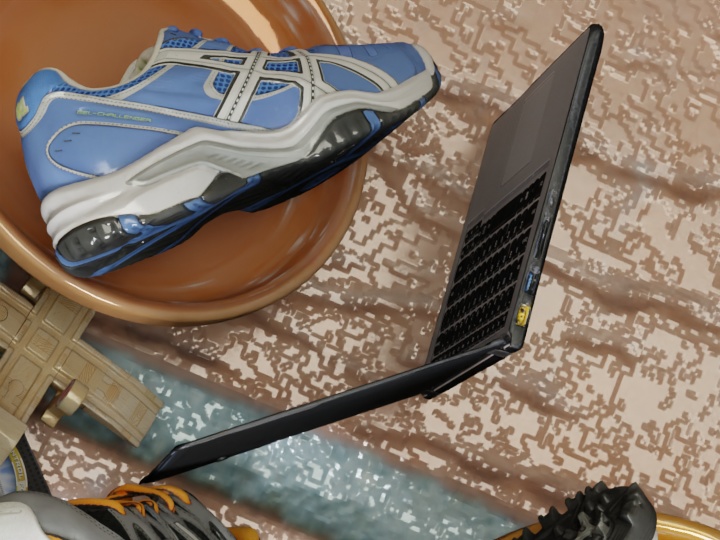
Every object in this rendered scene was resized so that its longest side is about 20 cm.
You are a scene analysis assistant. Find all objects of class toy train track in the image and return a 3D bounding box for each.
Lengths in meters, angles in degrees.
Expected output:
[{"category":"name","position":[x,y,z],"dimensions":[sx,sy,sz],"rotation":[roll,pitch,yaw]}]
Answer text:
[{"category":"toy train track","position":[-0.108,-0.006,1.064],"dimensions":[0.114,0.033,0.201],"rotation":[36,63,-12]}]

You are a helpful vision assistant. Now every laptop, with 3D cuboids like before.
[{"category":"laptop","position":[0.000,0.000,1.026],"dimensions":[0.115,0.187,0.201],"rotation":[17,79,-7]}]

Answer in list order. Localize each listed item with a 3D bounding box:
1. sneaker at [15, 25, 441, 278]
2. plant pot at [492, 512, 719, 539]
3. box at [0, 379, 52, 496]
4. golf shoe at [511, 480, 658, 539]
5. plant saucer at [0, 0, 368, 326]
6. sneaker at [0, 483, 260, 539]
[{"category":"sneaker","position":[-0.048,-0.065,1.016],"dimensions":[0.199,0.076,0.077],"rotation":[-21,79,-40]},{"category":"plant pot","position":[0.083,0.200,1.012],"dimensions":[0.198,0.183,0.202],"rotation":[1,82,-8]},{"category":"box","position":[-0.229,0.052,1.031],"dimensions":[0.159,0.044,0.201],"rotation":[-22,85,-31]},{"category":"golf shoe","position":[0.066,0.173,0.891],"dimensions":[0.094,0.078,0.201],"rotation":[30,80,-21]},{"category":"plant saucer","position":[-0.091,-0.069,1.062],"dimensions":[0.199,0.037,0.202],"rotation":[13,63,-27]},{"category":"sneaker","position":[-0.093,0.118,1.010],"dimensions":[0.078,0.200,0.078],"rotation":[-5,67,21]}]
